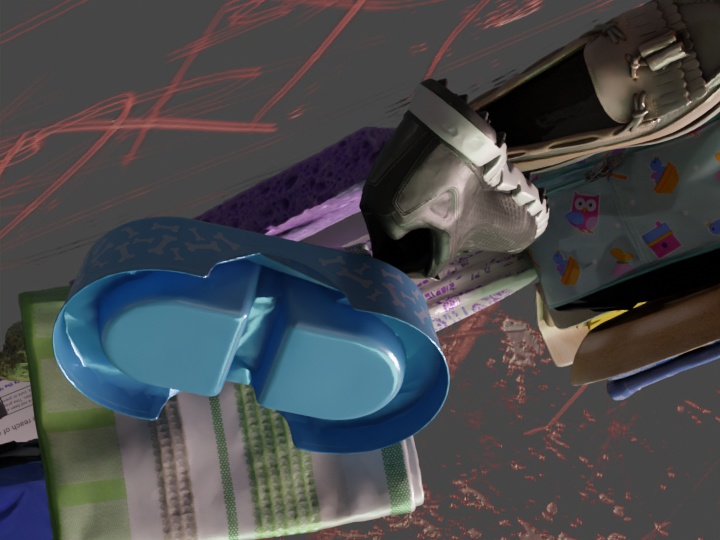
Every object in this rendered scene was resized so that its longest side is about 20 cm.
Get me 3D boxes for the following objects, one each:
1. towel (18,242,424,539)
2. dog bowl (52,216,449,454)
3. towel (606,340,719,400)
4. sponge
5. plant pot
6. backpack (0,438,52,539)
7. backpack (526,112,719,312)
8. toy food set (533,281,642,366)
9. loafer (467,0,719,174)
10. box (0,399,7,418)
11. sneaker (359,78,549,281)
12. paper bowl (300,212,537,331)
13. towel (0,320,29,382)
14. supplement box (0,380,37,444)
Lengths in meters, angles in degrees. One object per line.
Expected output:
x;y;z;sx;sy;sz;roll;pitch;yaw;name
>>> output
-0.072;0.068;1.240;0.200;0.149;0.031;-7;169;-17;towel
-0.053;0.030;1.188;0.200;0.050;0.112;12;135;-11;dog bowl
0.240;0.034;1.483;0.147;0.024;0.200;-23;179;21;towel
-0.054;-0.027;1.307;0.200;0.030;0.112;-27;175;21;sponge
0.212;0.019;1.386;0.200;0.028;0.200;-22;179;0;plant pot
-0.236;0.181;1.429;0.168;0.163;0.200;-4;-176;-4;backpack
0.184;-0.061;1.409;0.200;0.153;0.176;-31;180;30;backpack
0.194;0.018;1.598;0.143;0.060;0.200;-25;169;0;toy food set
0.129;-0.096;1.268;0.200;0.072;0.063;-24;170;42;loafer
-0.283;0.090;1.332;0.160;0.044;0.200;-25;177;-10;box
0.042;-0.032;1.228;0.091;0.066;0.200;-50;161;-1;sneaker
0.000;0.000;1.456;0.200;0.104;0.201;-24;177;-1;paper bowl
-0.136;0.054;1.351;0.148;0.037;0.200;9;175;-9;towel
-0.214;0.163;1.600;0.103;0.200;0.101;-23;176;-26;supplement box
